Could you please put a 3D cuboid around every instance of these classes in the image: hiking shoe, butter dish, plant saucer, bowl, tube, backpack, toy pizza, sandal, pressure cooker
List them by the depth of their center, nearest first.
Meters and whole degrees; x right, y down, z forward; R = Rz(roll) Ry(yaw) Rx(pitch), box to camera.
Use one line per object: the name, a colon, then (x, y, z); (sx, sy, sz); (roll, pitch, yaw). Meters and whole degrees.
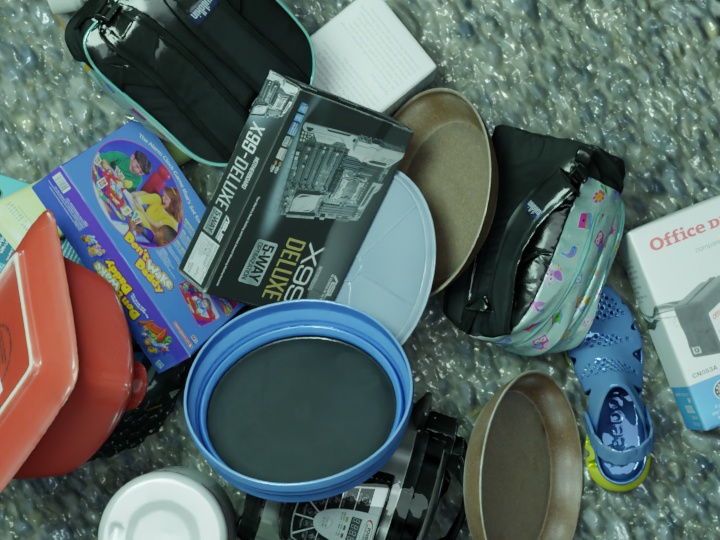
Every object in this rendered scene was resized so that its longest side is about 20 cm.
butter dish: (-0.251, 0.088, 1.551); (0.147, 0.201, 0.200); (16, 130, -34)
bowl: (-0.053, 0.113, 1.566); (0.199, 0.040, 0.202); (-3, 49, 3)
backpack: (-0.146, -0.199, 1.616); (0.200, 0.153, 0.176); (42, 84, -19)
pressure cooker: (0.002, 0.193, 1.652); (0.199, 0.176, 0.180); (18, 67, 0)
plant saucer: (0.147, 0.192, 1.663); (0.034, 0.200, 0.202); (-1, 86, 34)
backpack: (0.162, -0.022, 1.675); (0.126, 0.167, 0.201); (17, 90, -35)
plant saucer: (0.069, -0.068, 1.680); (0.036, 0.200, 0.202); (10, 86, -35)
toy pizza: (0.000, 0.000, 1.684); (0.199, 0.032, 0.202); (-13, 70, 41)
tube: (-0.251, -0.081, 1.694); (0.199, 0.058, 0.052); (-31, 106, -21)
sandal: (0.239, 0.108, 1.704); (0.079, 0.087, 0.202); (-13, 85, 0)
hiking shoe: (-0.214, 0.103, 1.717); (0.200, 0.074, 0.087); (-37, 59, 3)

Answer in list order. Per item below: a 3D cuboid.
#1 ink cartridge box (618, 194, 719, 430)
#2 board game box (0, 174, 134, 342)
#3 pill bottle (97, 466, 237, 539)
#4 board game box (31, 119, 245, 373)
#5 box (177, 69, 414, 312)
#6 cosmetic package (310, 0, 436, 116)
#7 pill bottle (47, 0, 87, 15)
ink cartridge box: (0.346, 0.033, 1.710); (0.144, 0.084, 0.201); (-21, 87, -1)
board game box: (-0.291, -0.004, 1.682); (0.199, 0.047, 0.152); (17, 46, 1)
pill bottle: (-0.169, 0.235, 1.633); (0.112, 0.200, 0.114); (0, 86, 0)
board game box: (-0.189, -0.027, 1.628); (0.045, 0.134, 0.201); (-29, 98, 36)
box: (-0.057, -0.063, 1.623); (0.050, 0.157, 0.201); (35, 103, 42)
cosmetic package: (-0.034, -0.164, 1.723); (0.200, 0.071, 0.102); (-38, 86, -3)
pill bottle: (-0.205, -0.306, 1.710); (0.198, 0.112, 0.113); (-14, 87, -2)
